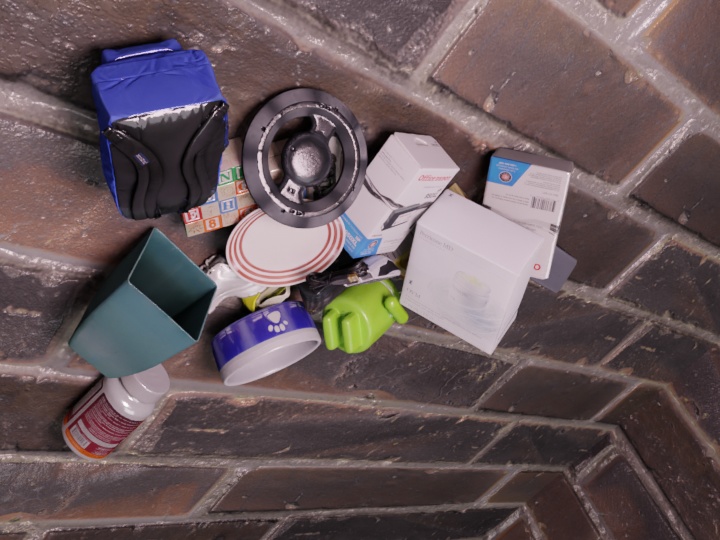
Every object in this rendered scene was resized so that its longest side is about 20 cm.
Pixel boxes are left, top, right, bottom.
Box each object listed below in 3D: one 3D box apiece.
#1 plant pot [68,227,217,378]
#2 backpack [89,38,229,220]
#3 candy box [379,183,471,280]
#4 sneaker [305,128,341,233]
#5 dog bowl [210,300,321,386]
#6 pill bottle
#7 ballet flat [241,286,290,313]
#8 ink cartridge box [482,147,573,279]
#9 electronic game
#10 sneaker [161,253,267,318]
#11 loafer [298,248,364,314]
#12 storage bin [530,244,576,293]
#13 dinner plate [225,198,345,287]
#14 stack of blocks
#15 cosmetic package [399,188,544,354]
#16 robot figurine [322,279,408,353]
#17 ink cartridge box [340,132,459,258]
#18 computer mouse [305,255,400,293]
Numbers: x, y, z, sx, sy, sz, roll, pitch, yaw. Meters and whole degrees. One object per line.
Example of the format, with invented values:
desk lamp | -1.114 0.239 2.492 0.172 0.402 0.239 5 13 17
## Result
plant pot | -0.353 0.068 1.247 0.198 0.143 0.141 -33 116 26
backpack | -0.254 -0.176 1.017 0.159 0.170 0.202 -12 146 -19
candy box | 0.142 -0.064 1.532 0.199 0.056 0.115 -41 142 13
sneaker | -0.059 -0.146 1.270 0.072 0.080 0.203 -13 140 -19
dog bowl | -0.175 0.136 1.476 0.196 0.080 0.200 -23 166 -6
pill bottle | -0.444 0.247 1.451 0.199 0.111 0.109 -42 143 17
ballet flat | -0.129 0.008 1.419 0.199 0.068 0.067 -38 144 11
ink cartridge box | 0.295 -0.104 1.449 0.084 0.143 0.205 -48 149 -62
electronic game | -0.080 -0.164 1.175 0.195 0.041 0.205 -4 100 -22
sneaker | -0.253 0.017 1.356 0.197 0.075 0.088 -26 131 -14
loafer | -0.040 -0.002 1.427 0.199 0.072 0.073 -40 151 -32
storage bin | 0.347 -0.045 1.611 0.198 0.134 0.147 23 102 -49
dinner plate | -0.120 -0.047 1.281 0.195 0.025 0.202 -11 141 -9
stack of blocks | -0.184 -0.137 1.209 0.196 0.059 0.116 -18 143 -16
cosmetic package | 0.191 0.002 1.406 0.123 0.197 0.203 -44 155 -42
robot figurine | 0.003 0.079 1.521 0.199 0.172 0.118 -37 125 -50
ink cartridge box | 0.055 -0.125 1.339 0.201 0.085 0.143 -52 159 27
computer mouse | 0.000 0.000 1.349 0.108 0.045 0.199 -17 175 29
